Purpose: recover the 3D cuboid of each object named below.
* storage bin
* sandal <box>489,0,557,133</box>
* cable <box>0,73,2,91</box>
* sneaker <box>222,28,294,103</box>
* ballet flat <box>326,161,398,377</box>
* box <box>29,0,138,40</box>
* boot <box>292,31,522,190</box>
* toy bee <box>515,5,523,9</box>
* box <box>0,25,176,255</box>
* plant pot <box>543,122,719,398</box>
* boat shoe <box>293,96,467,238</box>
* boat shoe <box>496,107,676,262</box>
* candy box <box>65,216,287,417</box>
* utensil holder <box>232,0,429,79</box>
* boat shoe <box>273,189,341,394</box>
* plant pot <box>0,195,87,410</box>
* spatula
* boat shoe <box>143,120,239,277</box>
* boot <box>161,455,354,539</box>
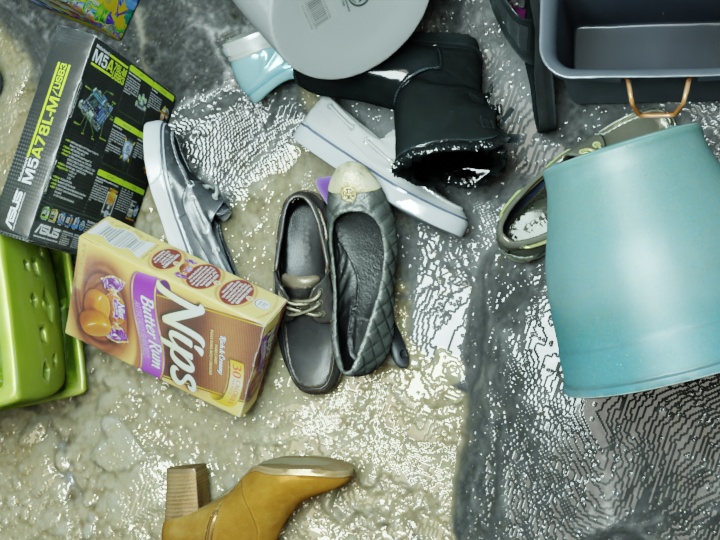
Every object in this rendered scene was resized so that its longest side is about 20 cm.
[{"bbox_3d":[0.264,-0.199,0.935,0.199,0.134,0.147,1,80,14],"label":"storage bin"},{"bbox_3d":[0.145,-0.222,0.965,0.048,0.075,0.202,-9,108,6],"label":"sandal"},{"bbox_3d":[-0.484,-0.232,1.162,0.163,0.051,0.201,-26,77,9],"label":"cable"},{"bbox_3d":[-0.032,-0.224,1.055,0.199,0.074,0.082,-18,109,6],"label":"sneaker"},{"bbox_3d":[0.000,0.000,0.973,0.066,0.057,0.201,-1,99,21],"label":"ballet flat"},{"bbox_3d":[-0.290,-0.372,1.060,0.121,0.193,0.201,25,89,15],"label":"box"},{"bbox_3d":[0.039,-0.147,0.971,0.197,0.074,0.163,-2,52,-6],"label":"boot"},{"bbox_3d":[0.088,-0.330,1.011,0.199,0.109,0.131,4,40,-4],"label":"toy bee"},{"bbox_3d":[-0.259,-0.110,1.017,0.047,0.200,0.194,15,88,13],"label":"box"},{"bbox_3d":[0.238,-0.014,0.872,0.199,0.200,0.189,-17,89,11],"label":"plant pot"},{"bbox_3d":[0.026,-0.104,1.014,0.199,0.074,0.066,34,96,14],"label":"boat shoe"},{"bbox_3d":[0.209,-0.081,0.974,0.201,0.060,0.072,-38,76,6],"label":"boat shoe"},{"bbox_3d":[-0.178,0.044,1.008,0.199,0.056,0.117,23,122,9],"label":"candy box"},{"bbox_3d":[-0.048,-0.289,0.937,0.170,0.170,0.200,-41,51,6],"label":"utensil holder"},{"bbox_3d":[-0.057,0.019,1.018,0.074,0.073,0.201,-8,81,13],"label":"boat shoe"},{"bbox_3d":[-0.386,0.050,1.037,0.198,0.181,0.201,-12,81,12],"label":"plant pot"},{"bbox_3d":[0.010,-0.001,1.025,0.020,0.056,0.201,-22,85,44],"label":"spatula"},{"bbox_3d":[-0.162,-0.058,1.053,0.067,0.072,0.201,-17,85,5],"label":"boat shoe"},{"bbox_3d":[-0.095,0.255,1.008,0.200,0.071,0.145,-6,88,16],"label":"boot"}]
